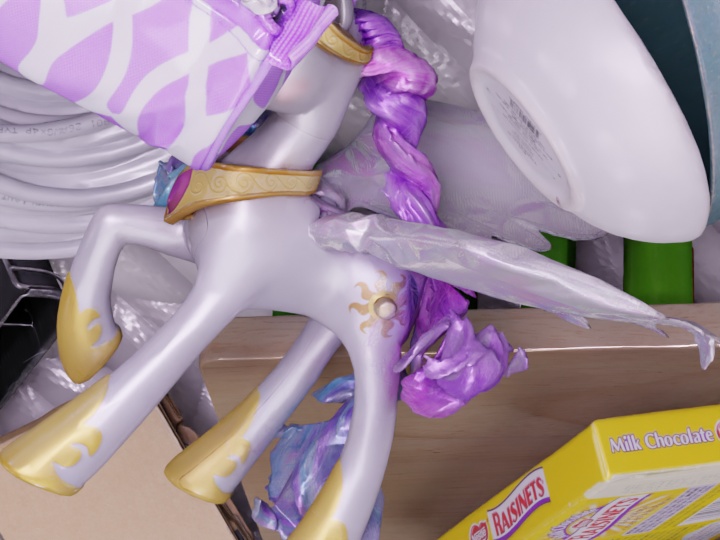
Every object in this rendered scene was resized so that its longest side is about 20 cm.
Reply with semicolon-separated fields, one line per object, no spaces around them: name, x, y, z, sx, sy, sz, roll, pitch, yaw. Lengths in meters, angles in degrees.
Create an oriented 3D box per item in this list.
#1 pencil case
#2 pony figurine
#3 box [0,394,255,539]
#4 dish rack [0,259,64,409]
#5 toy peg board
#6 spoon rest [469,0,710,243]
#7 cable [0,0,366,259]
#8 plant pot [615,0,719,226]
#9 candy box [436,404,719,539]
pencil case;-0.099;-0.107;0.839;0.200;0.084;0.085;30;173;-5
pony figurine;0.000;0.000;0.947;0.193;0.167;0.200;23;104;-19
box;-0.129;0.148;1.182;0.200;0.021;0.164;-26;103;18
dish rack;-0.228;0.025;1.109;0.200;0.055;0.153;5;142;-35
toy peg board;0.055;0.037;1.123;0.199;0.098;0.199;-1;150;8
spoon rest;0.042;-0.091;0.867;0.061;0.200;0.099;-36;167;-11
cable;-0.097;-0.098;0.967;0.200;0.069;0.200;-40;133;15
plant pot;0.119;-0.128;0.886;0.134;0.200;0.201;-23;134;-9
candy box;0.087;0.090;1.043;0.102;0.026;0.200;-3;160;-24
